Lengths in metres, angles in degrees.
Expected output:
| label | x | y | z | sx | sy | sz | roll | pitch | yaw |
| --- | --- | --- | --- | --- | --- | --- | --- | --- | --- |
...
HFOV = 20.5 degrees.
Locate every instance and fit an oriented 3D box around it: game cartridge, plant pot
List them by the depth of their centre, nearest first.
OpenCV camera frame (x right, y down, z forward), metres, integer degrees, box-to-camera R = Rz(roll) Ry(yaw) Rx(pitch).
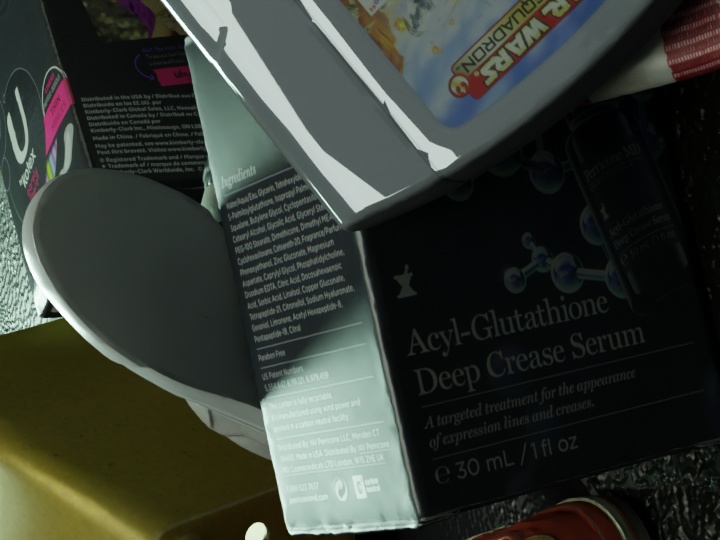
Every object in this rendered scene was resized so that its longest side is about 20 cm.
| label | x | y | z | sx | sy | sz | roll | pitch | yaw |
| --- | --- | --- | --- | --- | --- | --- | --- | --- | --- |
| game cartridge | 0.037 | -0.113 | 0.649 | 0.200 | 0.041 | 0.133 | -43 | 73 | 18 |
| plant pot | -0.102 | 0.139 | 1.015 | 0.200 | 0.195 | 0.195 | 18 | 118 | 49 |

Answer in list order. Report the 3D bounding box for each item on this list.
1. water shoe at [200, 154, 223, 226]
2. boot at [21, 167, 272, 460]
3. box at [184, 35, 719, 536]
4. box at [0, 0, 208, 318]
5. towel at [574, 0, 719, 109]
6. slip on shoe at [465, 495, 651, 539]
| label | x | y | z | sx | sy | sz | roll | pitch | yaw |
| --- | --- | --- | --- | --- | --- | --- | --- | --- | --- |
| water shoe | -0.034 | -0.035 | 0.895 | 0.200 | 0.071 | 0.079 | 119 | 158 | -82 |
| boot | -0.065 | 0.032 | 0.818 | 0.095 | 0.200 | 0.074 | -16 | 44 | 58 |
| box | 0.036 | -0.013 | 0.767 | 0.107 | 0.148 | 0.201 | -18 | 85 | 59 |
| box | -0.130 | -0.091 | 1.044 | 0.122 | 0.105 | 0.201 | -59 | 42 | 48 |
| towel | 0.089 | -0.132 | 0.660 | 0.199 | 0.023 | 0.145 | -14 | 86 | 24 |
| slip on shoe | 0.056 | 0.152 | 0.874 | 0.200 | 0.061 | 0.074 | -45 | 63 | 56 |
